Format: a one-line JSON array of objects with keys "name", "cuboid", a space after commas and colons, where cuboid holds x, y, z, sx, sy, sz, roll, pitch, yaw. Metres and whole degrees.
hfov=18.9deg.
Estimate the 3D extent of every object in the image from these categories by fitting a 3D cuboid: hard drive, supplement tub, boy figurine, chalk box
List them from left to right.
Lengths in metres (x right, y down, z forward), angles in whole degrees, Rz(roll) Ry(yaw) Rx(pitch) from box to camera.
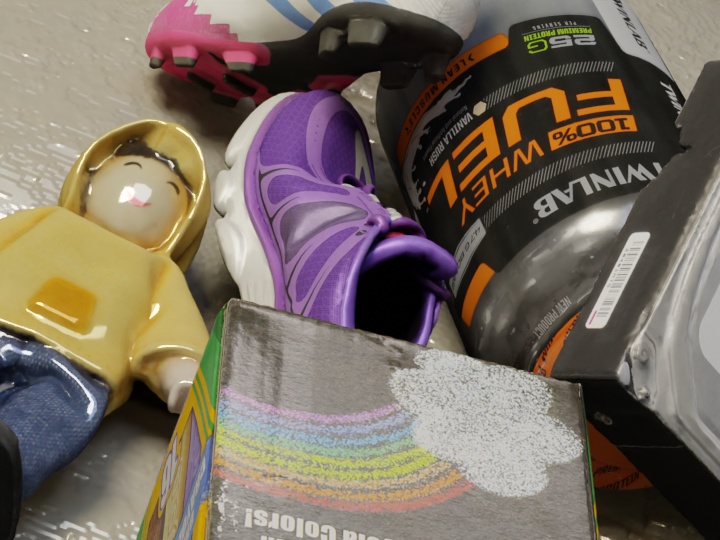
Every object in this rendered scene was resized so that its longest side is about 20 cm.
[{"name": "boy figurine", "cuboid": [-0.103, 0.017, 0.774, 0.124, 0.065, 0.200, 24, 40, 10]}, {"name": "chalk box", "cuboid": [-0.004, 0.128, 0.635, 0.124, 0.124, 0.200, 15, 39, -10]}, {"name": "supplement tub", "cuboid": [0.086, -0.019, 0.854, 0.122, 0.123, 0.200, 2, 41, -22]}, {"name": "hard drive", "cuboid": [0.161, 0.040, 0.759, 0.200, 0.038, 0.140, 46, 61, -30]}]

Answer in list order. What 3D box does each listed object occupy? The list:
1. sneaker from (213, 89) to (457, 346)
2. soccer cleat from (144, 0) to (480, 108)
[{"name": "sneaker", "cuboid": [0.000, 0.000, 0.808, 0.081, 0.083, 0.200, 39, 29, -34]}, {"name": "soccer cleat", "cuboid": [-0.015, -0.115, 0.887, 0.070, 0.200, 0.087, 25, 75, -34]}]
